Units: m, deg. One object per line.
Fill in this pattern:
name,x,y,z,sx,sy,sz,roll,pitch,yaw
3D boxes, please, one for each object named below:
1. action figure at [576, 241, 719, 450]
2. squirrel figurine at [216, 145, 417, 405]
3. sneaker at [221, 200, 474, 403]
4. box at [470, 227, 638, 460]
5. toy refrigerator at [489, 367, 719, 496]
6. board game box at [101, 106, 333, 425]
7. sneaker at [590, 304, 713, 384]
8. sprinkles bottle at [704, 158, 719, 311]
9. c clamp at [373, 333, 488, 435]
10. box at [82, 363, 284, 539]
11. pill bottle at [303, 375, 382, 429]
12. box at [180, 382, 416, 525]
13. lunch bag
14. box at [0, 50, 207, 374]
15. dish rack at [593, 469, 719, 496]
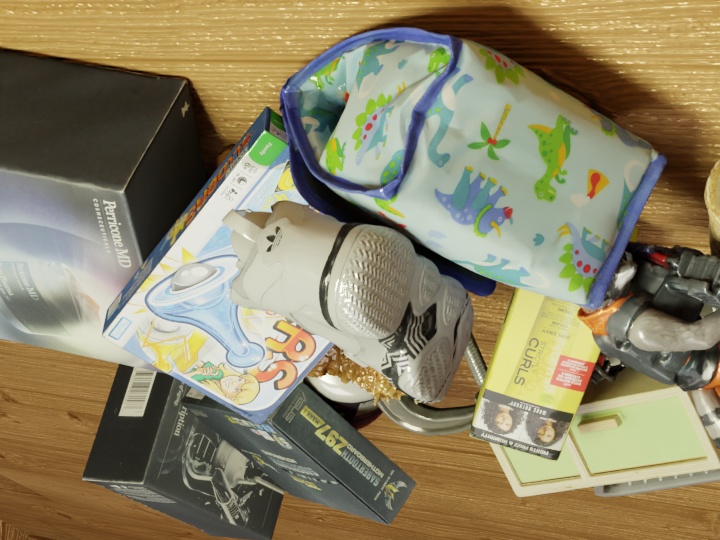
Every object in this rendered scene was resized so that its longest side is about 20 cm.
action figure,0.210,0.048,0.975,0.193,0.105,0.200,36,177,-3
squirrel figurine,0.000,0.000,1.170,0.185,0.142,0.201,-12,128,19
sneaker,-0.006,0.015,0.973,0.114,0.075,0.200,20,167,28
box,0.139,0.048,1.162,0.075,0.050,0.201,17,130,2
toy refrigerator,0.200,0.125,1.276,0.199,0.070,0.076,-15,108,42
board game box,-0.065,0.002,1.072,0.135,0.035,0.200,31,119,-19
sneaker,0.208,0.054,1.232,0.199,0.082,0.077,3,158,34
sprinkles bottle,0.260,-0.010,1.032,0.068,0.069,0.200,10,160,18
c clamp,0.059,0.053,1.256,0.170,0.027,0.201,-4,123,27
box,-0.159,0.152,1.632,0.104,0.201,0.182,-4,154,44
pill bottle,-0.013,0.071,1.418,0.111,0.112,0.200,16,161,0
box,-0.060,0.156,1.455,0.158,0.051,0.200,43,162,-23
lunch bag,0.054,-0.066,0.976,0.169,0.128,0.200,27,180,-27
box,-0.221,-0.044,1.164,0.197,0.124,0.201,10,140,15
dish rack,0.287,0.155,1.420,0.170,0.044,0.200,-11,159,6
